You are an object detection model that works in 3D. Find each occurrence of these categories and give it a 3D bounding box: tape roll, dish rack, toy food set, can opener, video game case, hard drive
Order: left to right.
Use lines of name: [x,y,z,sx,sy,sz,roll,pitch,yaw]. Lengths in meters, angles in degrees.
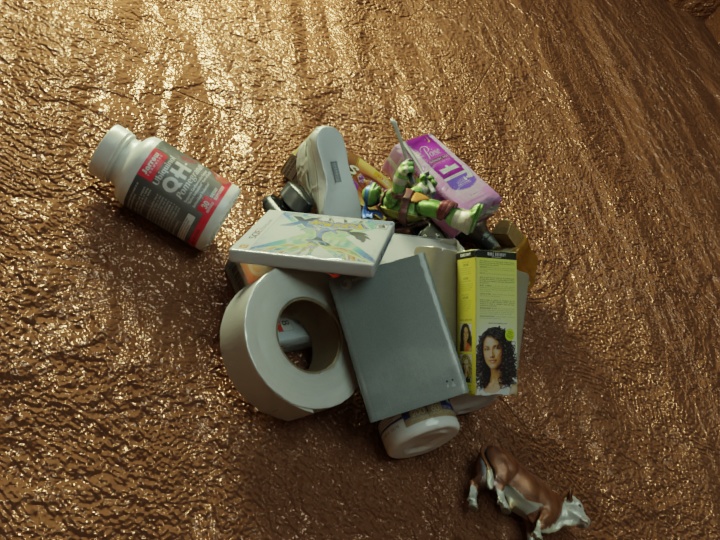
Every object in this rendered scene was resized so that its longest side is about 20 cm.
tape roll: [-0.087,0.097,1.027,0.202,0.071,0.203,17,61,-34]
can opener: [-0.097,-0.062,1.190,0.063,0.079,0.200,4,37,-37]
video game case: [-0.062,-0.043,1.075,0.199,0.022,0.182,7,23,9]
hard drive: [0.050,0.089,1.026,0.139,0.033,0.201,-16,80,-6]
dish rack: [0.095,0.000,1.176,0.199,0.044,0.172,5,43,-19]
toy food set: [0.158,0.057,1.113,0.199,0.060,0.144,15,79,-25]

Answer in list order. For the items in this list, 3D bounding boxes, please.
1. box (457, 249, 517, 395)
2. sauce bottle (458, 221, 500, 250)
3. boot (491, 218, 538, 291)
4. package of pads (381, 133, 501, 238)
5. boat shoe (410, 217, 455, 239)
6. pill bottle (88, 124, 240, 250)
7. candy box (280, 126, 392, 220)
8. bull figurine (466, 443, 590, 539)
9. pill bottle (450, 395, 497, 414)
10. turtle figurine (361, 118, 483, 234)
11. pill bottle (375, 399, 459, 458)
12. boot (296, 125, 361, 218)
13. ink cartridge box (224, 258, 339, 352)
box: [0.177,0.073,1.059,0.075,0.050,0.201,2,84,-26]
sauce bottle: [0.197,-0.101,1.469,0.200,0.065,0.065,48,42,6]
boot: [0.262,0.019,1.402,0.144,0.071,0.201,47,68,-38]
package of pads: [0.149,-0.158,1.385,0.200,0.076,0.120,46,44,18]
boat shoe: [0.124,-0.061,1.380,0.066,0.070,0.200,-3,55,-28]
pill bottle: [-0.286,-0.124,1.103,0.200,0.111,0.111,31,42,-9]
candy box: [-0.031,-0.159,1.360,0.200,0.056,0.117,38,41,-4]
bull figurine: [0.245,0.341,1.114,0.200,0.065,0.121,37,38,-2]
pill bottle: [0.140,0.116,1.200,0.114,0.114,0.200,6,51,-32]
turtle figurine: [0.111,-0.144,1.239,0.193,0.144,0.200,23,67,11]
pill bottle: [0.059,0.160,1.104,0.111,0.111,0.200,1,54,-35]
boot: [-0.057,-0.131,1.252,0.073,0.096,0.201,-3,82,-28]
ink cartridge box: [-0.087,0.037,1.153,0.200,0.050,0.163,-10,61,-37]
